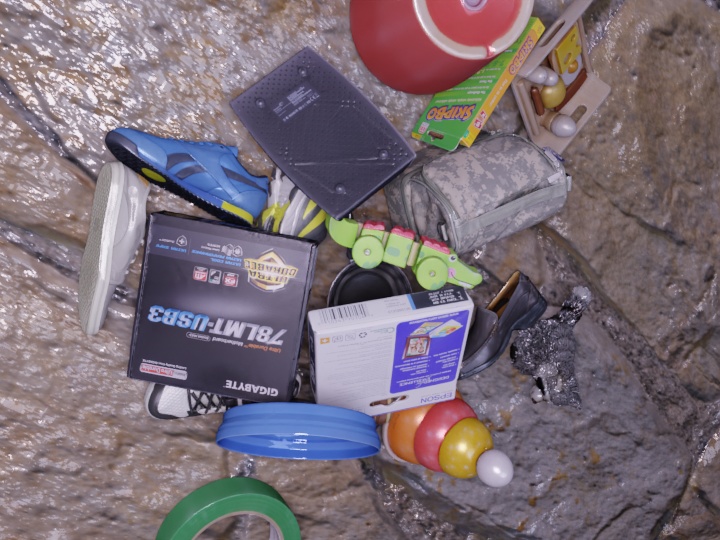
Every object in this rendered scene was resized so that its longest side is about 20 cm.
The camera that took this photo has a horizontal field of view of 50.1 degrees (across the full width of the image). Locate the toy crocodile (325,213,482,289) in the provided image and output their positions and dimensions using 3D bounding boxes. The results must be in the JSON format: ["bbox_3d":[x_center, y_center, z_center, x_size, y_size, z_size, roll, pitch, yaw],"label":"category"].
[{"bbox_3d":[0.051,-0.026,0.917,0.199,0.068,0.062,19,103,-2],"label":"toy crocodile"}]

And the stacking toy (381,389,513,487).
[{"bbox_3d":[0.138,0.248,1.093,0.145,0.200,0.147,-16,119,-31],"label":"stacking toy"}]

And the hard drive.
[{"bbox_3d":[-0.045,-0.157,0.899,0.135,0.200,0.042,-39,162,-11],"label":"hard drive"}]

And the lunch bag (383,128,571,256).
[{"bbox_3d":[0.154,-0.097,1.016,0.199,0.168,0.140,-23,115,-20],"label":"lunch bag"}]

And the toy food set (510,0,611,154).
[{"bbox_3d":[0.286,-0.261,1.062,0.144,0.060,0.200,-50,147,-5],"label":"toy food set"}]

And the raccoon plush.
[{"bbox_3d":[0.319,0.117,1.189,0.096,0.134,0.201,29,92,-30],"label":"raccoon plush"}]

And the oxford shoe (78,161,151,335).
[{"bbox_3d":[-0.278,-0.021,0.872,0.057,0.075,0.202,8,100,-39],"label":"oxford shoe"}]

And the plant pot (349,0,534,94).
[{"bbox_3d":[0.100,-0.307,0.891,0.199,0.177,0.202,-3,101,-14],"label":"plant pot"}]

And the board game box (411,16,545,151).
[{"bbox_3d":[0.150,-0.245,1.008,0.030,0.095,0.201,36,87,-40],"label":"board game box"}]

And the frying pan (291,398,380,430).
[{"bbox_3d":[-0.031,0.182,1.092,0.190,0.031,0.115,35,86,-34],"label":"frying pan"}]

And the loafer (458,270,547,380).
[{"bbox_3d":[0.191,0.082,1.156,0.200,0.073,0.073,-42,112,-21],"label":"loafer"}]

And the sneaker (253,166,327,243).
[{"bbox_3d":[-0.072,-0.084,0.969,0.084,0.074,0.201,22,96,-49],"label":"sneaker"}]

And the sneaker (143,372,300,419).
[{"bbox_3d":[-0.170,0.147,0.972,0.199,0.088,0.076,-15,114,-21],"label":"sneaker"}]

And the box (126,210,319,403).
[{"bbox_3d":[-0.161,0.045,0.908,0.198,0.050,0.200,11,97,1],"label":"box"}]

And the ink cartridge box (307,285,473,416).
[{"bbox_3d":[0.034,0.112,0.977,0.196,0.044,0.201,-10,137,-11],"label":"ink cartridge box"}]

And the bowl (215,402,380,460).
[{"bbox_3d":[-0.074,0.197,0.935,0.199,0.200,0.040,15,65,-30],"label":"bowl"}]

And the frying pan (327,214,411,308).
[{"bbox_3d":[-0.012,0.013,0.979,0.115,0.031,0.190,-42,107,-9],"label":"frying pan"}]

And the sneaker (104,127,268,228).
[{"bbox_3d":[-0.195,-0.124,0.892,0.199,0.066,0.079,28,77,-31],"label":"sneaker"}]

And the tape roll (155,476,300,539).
[{"bbox_3d":[-0.182,0.387,1.064,0.199,0.048,0.202,-9,110,-25],"label":"tape roll"}]

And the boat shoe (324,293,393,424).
[{"bbox_3d":[-0.003,0.116,1.054,0.067,0.072,0.202,-14,98,-14],"label":"boat shoe"}]
